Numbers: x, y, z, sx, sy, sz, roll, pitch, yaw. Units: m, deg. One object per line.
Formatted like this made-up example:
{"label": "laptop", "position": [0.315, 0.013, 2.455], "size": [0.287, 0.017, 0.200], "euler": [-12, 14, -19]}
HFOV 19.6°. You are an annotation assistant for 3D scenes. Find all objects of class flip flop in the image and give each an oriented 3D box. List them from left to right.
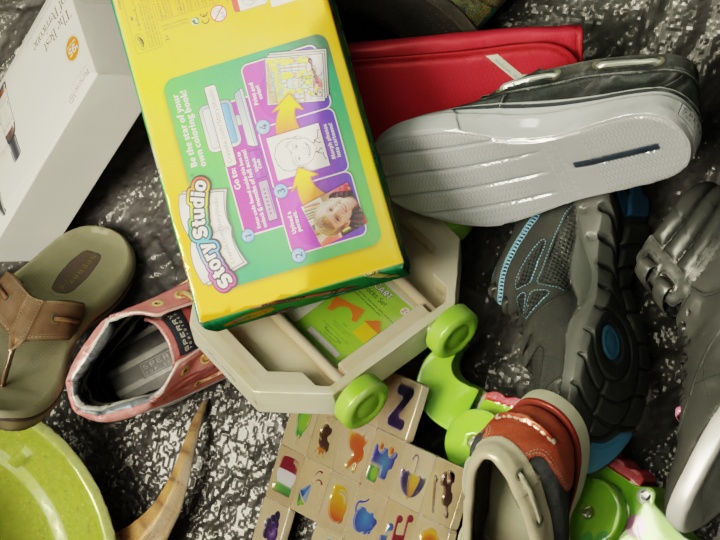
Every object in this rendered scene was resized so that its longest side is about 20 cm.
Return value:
{"label": "flip flop", "position": [-0.198, 0.025, 1.290], "size": [0.081, 0.200, 0.058], "euler": [23, 132, 11]}

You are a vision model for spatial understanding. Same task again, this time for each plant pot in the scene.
{"label": "plant pot", "position": [-0.279, 0.199, 1.290], "size": [0.184, 0.199, 0.202], "euler": [-35, 65, 48]}

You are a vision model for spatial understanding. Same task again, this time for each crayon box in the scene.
{"label": "crayon box", "position": [-0.056, -0.079, 1.157], "size": [0.118, 0.058, 0.202], "euler": [-16, 86, 4]}

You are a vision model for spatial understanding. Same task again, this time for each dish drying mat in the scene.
{"label": "dish drying mat", "position": [0.032, -0.098, 1.212], "size": [0.198, 0.018, 0.077], "euler": [-5, 116, 2]}

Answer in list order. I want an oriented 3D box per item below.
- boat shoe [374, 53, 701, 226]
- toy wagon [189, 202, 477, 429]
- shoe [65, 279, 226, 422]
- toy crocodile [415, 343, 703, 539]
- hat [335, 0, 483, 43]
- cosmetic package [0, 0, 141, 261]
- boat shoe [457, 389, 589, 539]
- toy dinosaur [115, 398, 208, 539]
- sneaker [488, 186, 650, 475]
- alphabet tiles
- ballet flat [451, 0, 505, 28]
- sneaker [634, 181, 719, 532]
{"label": "boat shoe", "position": [0.101, -0.076, 1.176], "size": [0.198, 0.072, 0.071], "euler": [-5, 39, 26]}
{"label": "toy wagon", "position": [0.000, 0.000, 1.215], "size": [0.199, 0.040, 0.155], "euler": [-36, 59, -18]}
{"label": "shoe", "position": [-0.086, 0.032, 1.270], "size": [0.199, 0.091, 0.072], "euler": [-31, 86, 19]}
{"label": "toy crocodile", "position": [0.113, 0.109, 1.180], "size": [0.199, 0.067, 0.062], "euler": [31, 95, 27]}
{"label": "hat", "position": [-0.016, -0.122, 1.267], "size": [0.200, 0.201, 0.081], "euler": [-27, 28, 21]}
{"label": "cosmetic package", "position": [-0.195, -0.094, 1.322], "size": [0.200, 0.050, 0.083], "euler": [-51, 53, 44]}
{"label": "boat shoe", "position": [0.083, 0.158, 1.119], "size": [0.071, 0.063, 0.201], "euler": [22, 129, 27]}
{"label": "toy dinosaur", "position": [-0.145, 0.185, 1.303], "size": [0.200, 0.060, 0.106], "euler": [-47, 64, 13]}
{"label": "sneaker", "position": [0.116, 0.028, 1.177], "size": [0.081, 0.073, 0.201], "euler": [-14, 51, 31]}
{"label": "alphabet tiles", "position": [-0.003, 0.140, 1.211], "size": [0.200, 0.008, 0.168], "euler": [18, 91, 58]}
{"label": "ballet flat", "position": [0.011, -0.213, 1.288], "size": [0.200, 0.071, 0.071], "euler": [45, 102, 25]}
{"label": "sneaker", "position": [0.188, 0.041, 1.150], "size": [0.099, 0.071, 0.201], "euler": [21, 81, 30]}
